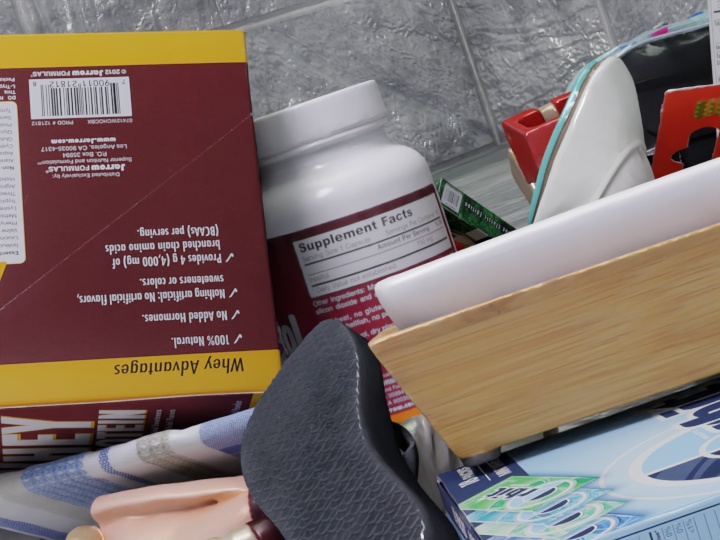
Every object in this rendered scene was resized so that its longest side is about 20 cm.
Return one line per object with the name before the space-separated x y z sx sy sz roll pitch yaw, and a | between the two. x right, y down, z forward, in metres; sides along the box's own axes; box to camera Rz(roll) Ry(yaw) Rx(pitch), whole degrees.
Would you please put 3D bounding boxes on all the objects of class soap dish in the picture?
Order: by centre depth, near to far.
soap dish | 0.107 0.011 0.717 0.200 0.081 0.157 -19 -2 4

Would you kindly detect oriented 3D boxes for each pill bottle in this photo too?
pill bottle | 0.000 0.000 0.999 0.113 0.200 0.113 -18 5 2

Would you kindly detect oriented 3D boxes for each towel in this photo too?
towel | -0.096 0.105 0.899 0.200 0.024 0.147 -17 -22 23

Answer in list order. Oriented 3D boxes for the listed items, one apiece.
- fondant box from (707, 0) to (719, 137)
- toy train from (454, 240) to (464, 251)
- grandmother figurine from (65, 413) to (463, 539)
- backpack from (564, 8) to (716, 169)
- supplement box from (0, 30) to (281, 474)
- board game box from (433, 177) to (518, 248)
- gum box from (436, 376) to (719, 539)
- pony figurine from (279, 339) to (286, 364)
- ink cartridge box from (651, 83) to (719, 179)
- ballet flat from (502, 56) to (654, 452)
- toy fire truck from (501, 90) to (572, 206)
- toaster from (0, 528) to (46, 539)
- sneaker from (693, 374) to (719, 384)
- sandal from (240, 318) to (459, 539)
fondant box | 0.270 -0.108 1.001 0.144 0.200 0.058 -8 7 -36
toy train | 0.065 0.033 1.172 0.116 0.085 0.200 -4 -8 -21
grandmother figurine | -0.040 0.110 0.816 0.200 0.061 0.121 -20 13 22
backpack | 0.229 -0.081 1.144 0.200 0.178 0.151 -18 4 -15
supplement box | -0.152 -0.004 0.912 0.197 0.200 0.133 -3 -22 -12
board game box | 0.029 -0.004 1.228 0.200 0.105 0.023 -22 42 50
gum box | 0.136 0.073 0.616 0.200 0.045 0.170 -18 5 -4
pony figurine | -0.106 0.040 1.220 0.166 0.193 0.200 -25 26 -26
ink cartridge box | 0.246 -0.046 0.861 0.200 0.050 0.162 -7 -20 2
ballet flat | 0.105 0.000 0.841 0.069 0.200 0.069 21 6 -3
toy fire truck | 0.113 -0.025 0.973 0.049 0.141 0.200 -25 6 -7
toaster | -0.243 0.094 1.073 0.119 0.200 0.181 -23 14 -13
sneaker | 0.225 0.013 0.836 0.200 0.078 0.099 -10 -1 0
sandal | -0.003 0.089 0.719 0.076 0.043 0.200 -47 28 13
